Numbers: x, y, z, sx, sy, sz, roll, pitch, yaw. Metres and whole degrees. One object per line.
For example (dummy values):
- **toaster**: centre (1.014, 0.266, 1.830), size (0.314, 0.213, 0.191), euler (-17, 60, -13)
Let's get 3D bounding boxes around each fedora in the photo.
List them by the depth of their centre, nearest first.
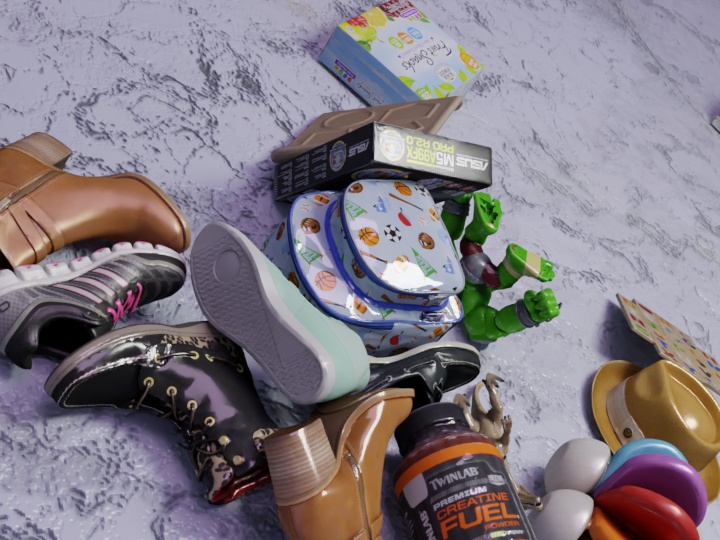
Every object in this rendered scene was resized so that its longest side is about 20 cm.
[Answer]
- **fedora**: centre (0.363, 0.173, 1.267), size (0.199, 0.082, 0.202), euler (23, 39, -20)

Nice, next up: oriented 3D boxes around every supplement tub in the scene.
- **supplement tub**: centre (0.093, 0.221, 0.980), size (0.106, 0.107, 0.201), euler (6, 47, -35)

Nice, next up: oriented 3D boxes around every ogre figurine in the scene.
- **ogre figurine**: centre (0.135, -0.002, 1.233), size (0.200, 0.120, 0.098), euler (47, 34, 9)

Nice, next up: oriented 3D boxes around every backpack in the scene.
- **backpack**: centre (0.000, 0.000, 1.107), size (0.189, 0.154, 0.201), euler (-6, 57, -31)

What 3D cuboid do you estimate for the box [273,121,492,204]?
- **box**: centre (0.021, -0.104, 1.187), size (0.159, 0.199, 0.045), euler (7, 77, -35)

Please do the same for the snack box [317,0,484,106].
- **snack box**: centre (0.062, -0.288, 1.512), size (0.169, 0.068, 0.200), euler (42, 38, 6)

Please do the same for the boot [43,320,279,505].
- **boot**: centre (-0.151, 0.122, 0.913), size (0.199, 0.073, 0.151), euler (-4, 53, -52)

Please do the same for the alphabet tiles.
- **alphabet tiles**: centre (0.403, 0.095, 1.386), size (0.166, 0.006, 0.200), euler (33, 17, -6)

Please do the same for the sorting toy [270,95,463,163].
- **sorting toy**: centre (0.013, -0.159, 1.269), size (0.200, 0.184, 0.037), euler (-48, 130, -61)

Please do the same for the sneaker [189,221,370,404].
- **sneaker**: centre (-0.072, 0.042, 0.993), size (0.201, 0.074, 0.118), euler (51, 16, 21)

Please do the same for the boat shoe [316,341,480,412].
- **boat shoe**: centre (0.045, 0.118, 1.069), size (0.198, 0.075, 0.066), euler (0, 45, -35)

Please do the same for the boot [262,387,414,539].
- **boot**: centre (0.002, 0.190, 0.935), size (0.200, 0.076, 0.157), euler (-20, 93, -61)

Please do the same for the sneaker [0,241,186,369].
- **sneaker**: centre (-0.231, 0.036, 0.937), size (0.199, 0.074, 0.088), euler (-13, 59, -40)

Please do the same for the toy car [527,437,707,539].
- **toy car**: centre (0.270, 0.244, 1.063), size (0.175, 0.150, 0.200), euler (38, 37, 1)

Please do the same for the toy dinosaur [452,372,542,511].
- **toy dinosaur**: centre (0.125, 0.157, 1.096), size (0.058, 0.102, 0.201), euler (-16, 37, -2)

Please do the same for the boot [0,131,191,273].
- **boot**: centre (-0.268, -0.039, 0.986), size (0.199, 0.074, 0.155), euler (26, 36, 4)

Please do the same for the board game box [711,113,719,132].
- **board game box**: centre (0.771, -0.295, 2.066), size (0.103, 0.105, 0.199), euler (49, 38, 16)
